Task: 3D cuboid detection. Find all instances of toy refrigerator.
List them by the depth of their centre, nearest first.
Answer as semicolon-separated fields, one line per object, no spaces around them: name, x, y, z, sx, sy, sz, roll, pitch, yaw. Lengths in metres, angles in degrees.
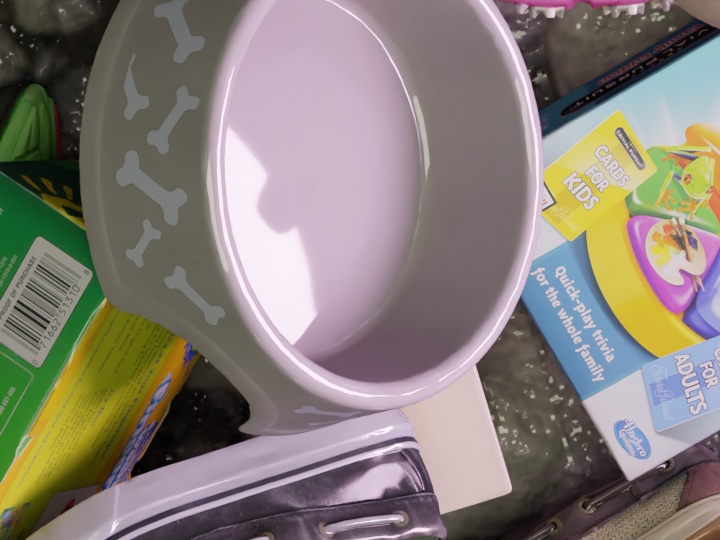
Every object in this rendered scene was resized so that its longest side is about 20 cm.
toy refrigerator;0.000;0.000;1.131;0.070;0.076;0.201;-16;107;2

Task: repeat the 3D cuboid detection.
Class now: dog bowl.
dog bowl;-0.009;-0.037;1.012;0.200;0.059;0.201;1;89;-45

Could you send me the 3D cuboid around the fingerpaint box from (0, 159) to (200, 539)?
fingerpaint box;-0.137;0.055;1.085;0.073;0.167;0.200;33;102;12

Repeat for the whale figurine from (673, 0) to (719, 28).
whale figurine;0.133;-0.181;1.051;0.200;0.159;0.104;37;141;2

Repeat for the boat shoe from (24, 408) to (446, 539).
boat shoe;-0.057;0.114;1.050;0.199;0.072;0.071;-23;68;-16

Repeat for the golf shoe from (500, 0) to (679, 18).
golf shoe;0.056;-0.149;1.096;0.199;0.075;0.092;2;102;-5

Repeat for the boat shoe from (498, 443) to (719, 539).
boat shoe;0.080;0.143;1.182;0.199;0.065;0.073;-27;134;3

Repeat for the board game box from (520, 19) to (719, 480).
board game box;0.160;-0.027;1.147;0.200;0.047;0.151;-30;105;5

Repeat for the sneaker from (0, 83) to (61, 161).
sneaker;-0.192;0.004;1.119;0.084;0.077;0.200;33;88;10
